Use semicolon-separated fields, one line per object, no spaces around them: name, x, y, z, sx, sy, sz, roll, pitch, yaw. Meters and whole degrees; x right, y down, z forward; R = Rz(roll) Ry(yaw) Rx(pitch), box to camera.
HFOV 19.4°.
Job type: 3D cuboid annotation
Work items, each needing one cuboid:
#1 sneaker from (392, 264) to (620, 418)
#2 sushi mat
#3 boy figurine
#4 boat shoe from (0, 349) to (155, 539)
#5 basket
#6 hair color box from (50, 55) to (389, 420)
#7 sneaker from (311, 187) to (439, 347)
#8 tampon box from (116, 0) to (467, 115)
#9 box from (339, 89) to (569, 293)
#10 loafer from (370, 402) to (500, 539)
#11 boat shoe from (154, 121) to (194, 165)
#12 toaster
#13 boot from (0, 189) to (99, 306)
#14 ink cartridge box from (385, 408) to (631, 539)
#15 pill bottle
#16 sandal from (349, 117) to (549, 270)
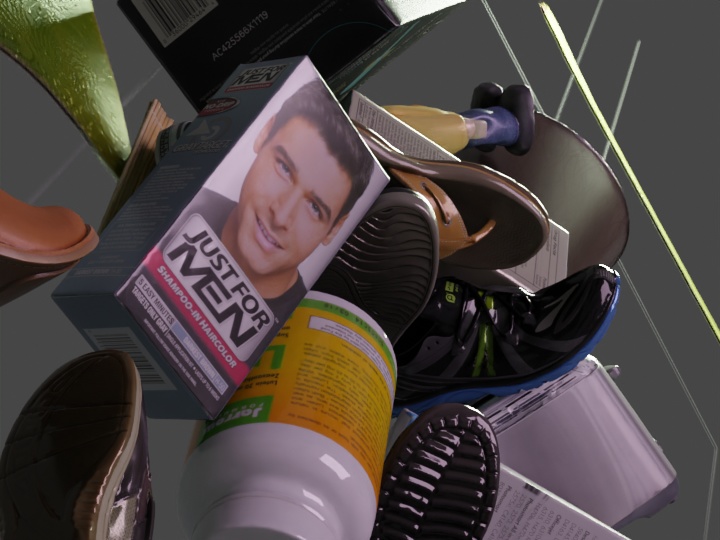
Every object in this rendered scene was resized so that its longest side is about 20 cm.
sneaker;0.081;0.040;1.429;0.071;0.200;0.083;-83;151;-58
sushi mat;-0.121;-0.018;1.270;0.096;0.012;0.200;57;24;-25
boy figurine;0.034;-0.111;1.609;0.200;0.124;0.064;-4;99;-36
boat shoe;-0.135;0.128;1.026;0.201;0.072;0.066;-88;157;-46
basket;0.120;-0.020;1.689;0.180;0.136;0.200;44;30;-8
hair color box;-0.075;-0.020;1.200;0.099;0.061;0.200;55;53;-28
sneaker;0.000;0.000;1.340;0.075;0.200;0.106;15;43;-8
tampon box;-0.038;-0.182;1.418;0.126;0.150;0.200;54;21;0
box;0.047;-0.028;1.488;0.200;0.078;0.095;33;38;-18
loafer;0.022;0.170;1.261;0.073;0.200;0.071;20;5;-12
boat shoe;-0.062;-0.040;1.336;0.200;0.057;0.069;43;36;-60
toaster;0.113;0.143;1.474;0.129;0.200;0.114;61;-15;-6
boot;-0.210;-0.053;1.022;0.155;0.074;0.200;62;19;-1
ink cartridge box;0.100;0.168;1.351;0.200;0.067;0.116;30;-2;0
pill bottle;-0.043;0.110;1.194;0.111;0.111;0.200;56;24;-26
sandal;0.030;-0.041;1.379;0.200;0.080;0.054;23;39;-21
